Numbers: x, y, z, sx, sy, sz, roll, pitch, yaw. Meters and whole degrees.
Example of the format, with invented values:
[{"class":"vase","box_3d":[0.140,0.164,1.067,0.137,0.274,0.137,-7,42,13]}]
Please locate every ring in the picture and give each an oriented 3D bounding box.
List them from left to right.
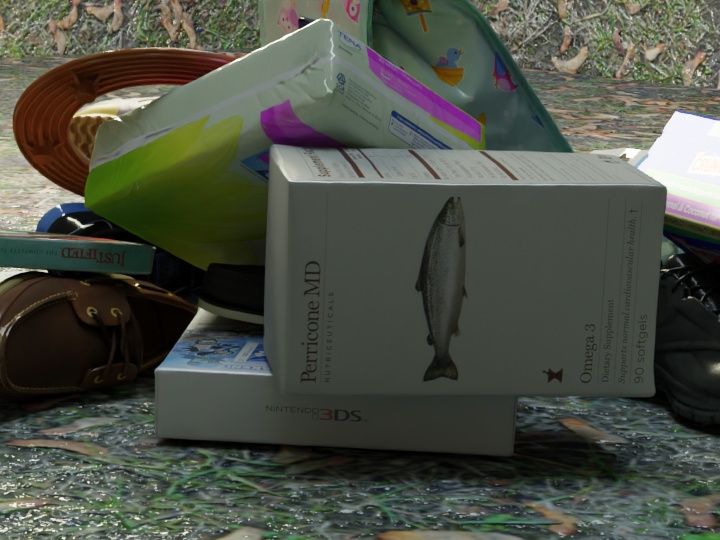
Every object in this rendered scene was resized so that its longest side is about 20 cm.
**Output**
[{"class":"ring","box_3d":[-0.117,-0.078,1.336,0.200,0.019,0.201,0,-26,0]}]

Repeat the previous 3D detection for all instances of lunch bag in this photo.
[{"class":"lunch bag","box_3d":[0.023,-0.120,1.402,0.122,0.200,0.170,-44,27,-9]}]

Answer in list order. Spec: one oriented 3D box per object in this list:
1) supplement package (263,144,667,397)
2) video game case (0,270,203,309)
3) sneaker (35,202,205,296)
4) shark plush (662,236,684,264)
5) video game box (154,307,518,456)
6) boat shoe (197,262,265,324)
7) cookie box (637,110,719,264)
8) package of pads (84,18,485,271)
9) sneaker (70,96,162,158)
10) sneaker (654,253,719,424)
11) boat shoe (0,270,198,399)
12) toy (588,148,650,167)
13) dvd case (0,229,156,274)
[{"class":"supplement package","box_3d":[0.051,-0.001,1.151,0.199,0.117,0.117,0,12,-8]},{"class":"video game case","box_3d":[-0.149,0.025,1.486,0.199,0.023,0.182,-1,10,-20]},{"class":"sneaker","box_3d":[-0.118,-0.009,1.455,0.199,0.070,0.078,-3,23,-21]},{"class":"shark plush","box_3d":[0.192,-0.028,1.468,0.200,0.083,0.091,-43,37,-17]},{"class":"video game box","box_3d":[-0.008,0.061,1.245,0.199,0.047,0.182,3,8,4]},{"class":"boat shoe","box_3d":[0.004,0.006,1.262,0.201,0.063,0.074,2,11,8]},{"class":"cookie box","box_3d":[0.282,-0.006,1.317,0.200,0.075,0.171,37,-4,-23]},{"class":"package of pads","box_3d":[-0.041,-0.061,1.274,0.200,0.068,0.154,-20,-35,36]},{"class":"sneaker","box_3d":[-0.109,-0.087,1.466,0.199,0.075,0.090,9,23,15]},{"class":"sneaker","box_3d":[0.207,0.039,1.284,0.076,0.091,0.200,-3,12,-34]},{"class":"boat shoe","box_3d":[-0.162,0.036,1.276,0.067,0.072,0.200,4,8,24]},{"class":"toy","box_3d":[0.104,-0.029,1.439,0.200,0.047,0.115,-45,19,-14]},{"class":"dvd case","box_3d":[-0.240,-0.016,1.334,0.146,0.022,0.200,3,3,-37]}]
